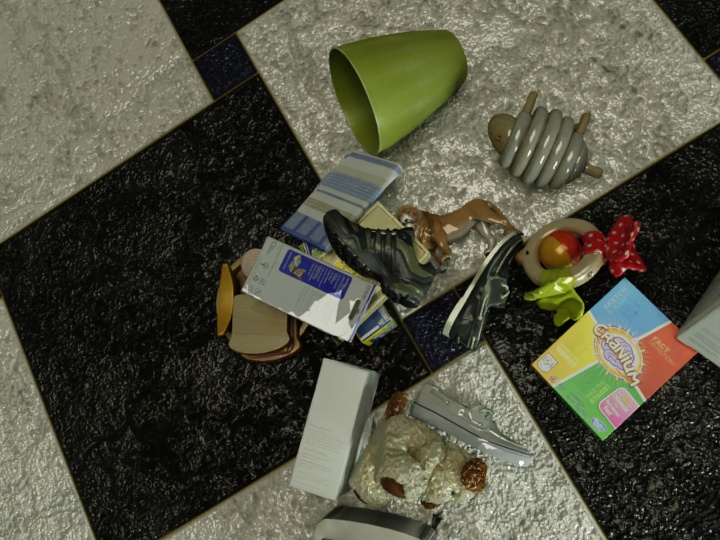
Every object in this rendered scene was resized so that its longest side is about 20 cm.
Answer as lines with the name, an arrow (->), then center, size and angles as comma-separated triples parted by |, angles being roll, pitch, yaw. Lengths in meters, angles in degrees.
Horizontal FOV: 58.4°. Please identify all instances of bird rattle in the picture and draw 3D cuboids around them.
bird rattle -> 0.327, -0.025, 0.997 | 0.200, 0.112, 0.163 | -47, 42, 7

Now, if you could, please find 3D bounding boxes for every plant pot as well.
plant pot -> 0.075, -0.323, 1.096 | 0.198, 0.187, 0.188 | -26, 74, -10

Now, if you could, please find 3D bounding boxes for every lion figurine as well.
lion figurine -> 0.160, -0.076, 1.076 | 0.198, 0.073, 0.123 | -17, 62, -6

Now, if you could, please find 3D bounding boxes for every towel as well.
towel -> -0.032, -0.120, 1.089 | 0.200, 0.024, 0.146 | -50, 41, -14

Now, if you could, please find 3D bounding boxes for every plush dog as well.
plush dog -> 0.098, 0.287, 0.960 | 0.171, 0.200, 0.162 | 28, 60, -7

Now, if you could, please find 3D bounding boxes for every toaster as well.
toaster -> 0.019, 0.453, 0.964 | 0.179, 0.119, 0.202 | 7, 80, 12

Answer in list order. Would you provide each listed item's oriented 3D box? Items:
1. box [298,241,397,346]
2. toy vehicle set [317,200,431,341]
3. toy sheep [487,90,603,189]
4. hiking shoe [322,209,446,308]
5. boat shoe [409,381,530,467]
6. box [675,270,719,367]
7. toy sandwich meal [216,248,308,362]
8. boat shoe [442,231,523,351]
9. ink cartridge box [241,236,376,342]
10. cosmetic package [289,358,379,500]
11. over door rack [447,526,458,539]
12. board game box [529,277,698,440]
box -> -0.021, 0.026, 1.084 | 0.064, 0.070, 0.201 | -36, 74, 2
toy vehicle set -> 0.000, 0.000, 1.036 | 0.200, 0.027, 0.124 | -43, 74, -2
toy sheep -> 0.297, -0.199, 1.036 | 0.198, 0.138, 0.139 | 24, 84, 9
hiking shoe -> 0.033, -0.035, 0.991 | 0.200, 0.076, 0.101 | 41, 74, 1
boat shoe -> 0.174, 0.234, 0.998 | 0.198, 0.074, 0.067 | 22, 84, 16
box -> 0.585, 0.059, 0.866 | 0.198, 0.200, 0.172 | 38, 73, 16
toy sandwich meal -> -0.171, 0.056, 1.110 | 0.203, 0.070, 0.208 | -2, 78, 11
boat shoe -> 0.210, 0.033, 1.033 | 0.067, 0.072, 0.201 | 32, 94, 22
ink cartridge box -> -0.079, 0.031, 1.008 | 0.198, 0.039, 0.100 | 25, 82, 16
cosmetic package -> -0.037, 0.247, 1.022 | 0.080, 0.113, 0.202 | 12, 80, 13
over door rack -> 0.171, 0.451, 0.894 | 0.146, 0.200, 0.067 | 21, 114, 15
board game box -> 0.386, 0.134, 0.991 | 0.200, 0.040, 0.153 | -43, 73, 1
